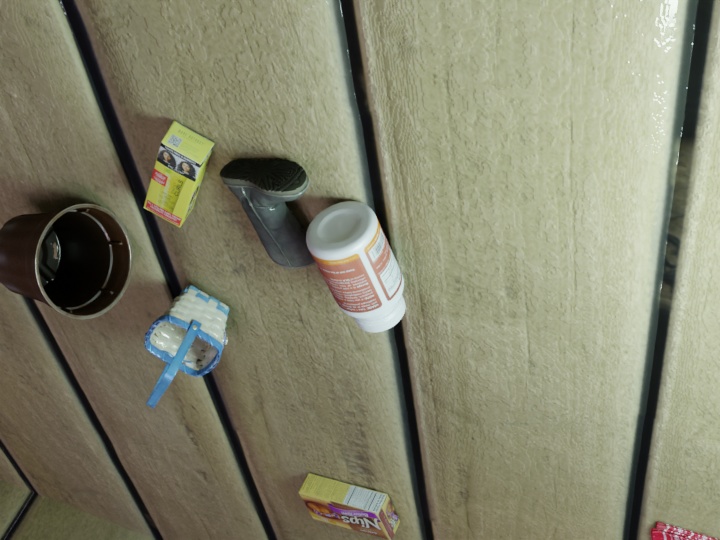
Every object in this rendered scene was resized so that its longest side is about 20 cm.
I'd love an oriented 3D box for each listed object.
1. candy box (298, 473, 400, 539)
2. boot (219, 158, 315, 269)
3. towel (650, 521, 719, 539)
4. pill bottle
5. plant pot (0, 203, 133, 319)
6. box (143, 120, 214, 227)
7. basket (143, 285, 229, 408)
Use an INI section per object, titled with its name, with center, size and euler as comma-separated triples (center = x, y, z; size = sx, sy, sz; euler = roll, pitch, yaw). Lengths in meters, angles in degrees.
[candy box]
center = -0.023, 0.514, 2.639
size = 0.200, 0.057, 0.117
euler = 11, 144, 27
[boot]
center = -0.114, -0.078, 1.861
size = 0.182, 0.073, 0.200
euler = 16, 142, 43
[towel]
center = 0.624, 0.519, 2.186
size = 0.199, 0.023, 0.145
euler = 13, 145, 23
[pill bottle]
center = 0.000, 0.000, 1.844
size = 0.112, 0.112, 0.200
euler = 7, 142, 30
[plant pot]
center = -0.545, -0.021, 2.171
size = 0.198, 0.200, 0.200
euler = 5, 142, 44
[box]
center = -0.289, -0.149, 1.913
size = 0.075, 0.050, 0.200
euler = 29, 148, -3
[basket]
center = -0.325, 0.142, 2.205
size = 0.139, 0.200, 0.176
euler = 33, 149, -7
